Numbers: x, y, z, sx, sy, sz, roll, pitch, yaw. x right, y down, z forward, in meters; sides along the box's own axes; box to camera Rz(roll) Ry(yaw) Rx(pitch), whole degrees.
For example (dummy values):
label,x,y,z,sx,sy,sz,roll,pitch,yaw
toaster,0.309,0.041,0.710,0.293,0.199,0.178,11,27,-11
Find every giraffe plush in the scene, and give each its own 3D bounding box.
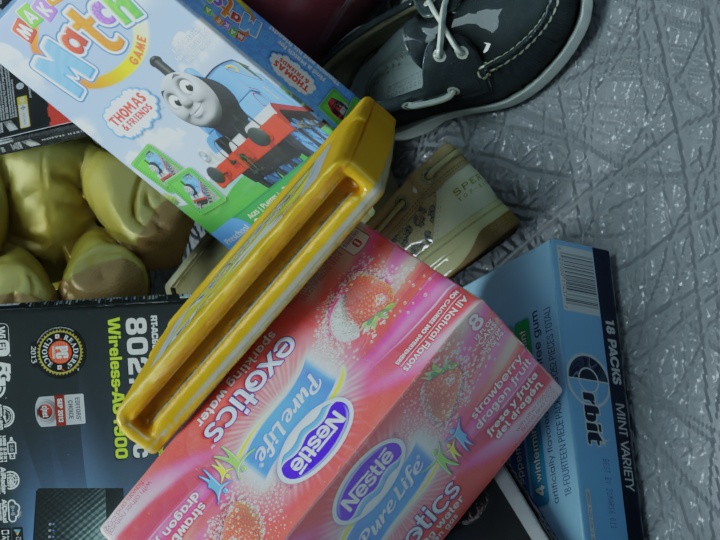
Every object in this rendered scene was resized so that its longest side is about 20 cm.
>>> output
label,x,y,z,sx,sy,sz,roll,pitch,yaw
giraffe plush,-0.196,-0.013,1.514,0.162,0.172,0.200,83,163,-59

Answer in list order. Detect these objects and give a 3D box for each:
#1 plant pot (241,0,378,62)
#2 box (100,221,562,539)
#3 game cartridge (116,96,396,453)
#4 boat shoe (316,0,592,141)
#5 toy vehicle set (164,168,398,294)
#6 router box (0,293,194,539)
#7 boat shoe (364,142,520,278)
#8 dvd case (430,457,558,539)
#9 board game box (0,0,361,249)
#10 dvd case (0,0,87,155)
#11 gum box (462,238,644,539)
label,x,y,z,sx,sy,sz,roll,pitch,yaw
plant pot,-0.055,-0.204,1.360,0.179,0.200,0.200,113,147,-43
box,-0.013,0.092,1.123,0.200,0.095,0.103,-50,47,-6
game cartridge,-0.050,-0.005,1.195,0.176,0.032,0.200,-49,8,12
boat shoe,0.046,-0.121,1.288,0.200,0.060,0.076,-30,57,47
toy vehicle set,-0.047,-0.003,1.412,0.200,0.026,0.124,-49,44,35
router box,-0.147,0.115,1.371,0.062,0.150,0.200,179,87,-84
boat shoe,0.000,0.000,1.289,0.200,0.073,0.063,-34,91,31
dvd case,0.022,0.154,1.140,0.150,0.025,0.200,-37,46,6
board game box,-0.105,-0.108,1.329,0.151,0.200,0.037,-35,19,51
dvd case,-0.143,-0.156,1.479,0.022,0.200,0.146,73,-176,-60
gum box,0.059,0.098,1.219,0.200,0.045,0.170,-30,58,48
